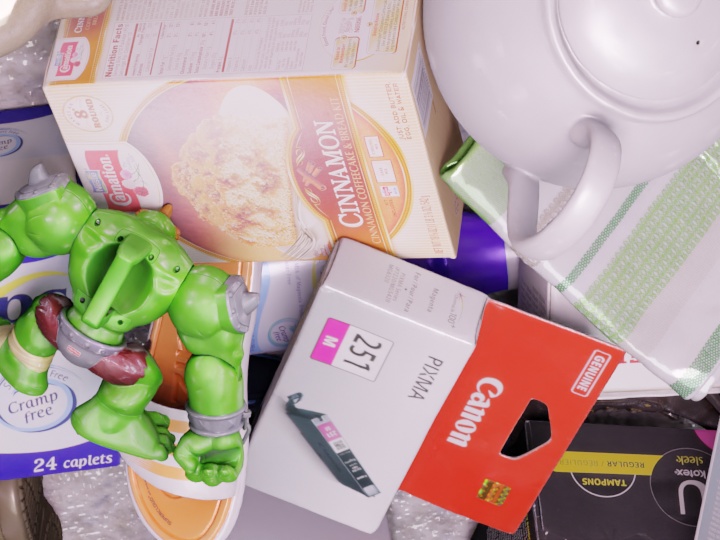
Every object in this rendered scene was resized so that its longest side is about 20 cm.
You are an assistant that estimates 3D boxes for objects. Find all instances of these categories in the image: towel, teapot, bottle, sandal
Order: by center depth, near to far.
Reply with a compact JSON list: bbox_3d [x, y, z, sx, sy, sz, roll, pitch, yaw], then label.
[{"bbox_3d":[0.132,-0.131,1.435,0.197,0.146,0.201,-22,98,-16],"label":"teapot"},{"bbox_3d":[0.157,-0.043,1.535,0.200,0.031,0.149,40,78,-19],"label":"towel"},{"bbox_3d":[-0.106,0.062,1.615,0.079,0.059,0.208,10,99,23],"label":"sandal"},{"bbox_3d":[0.000,0.000,1.675,0.199,0.065,0.084,-7,123,-3],"label":"bottle"}]

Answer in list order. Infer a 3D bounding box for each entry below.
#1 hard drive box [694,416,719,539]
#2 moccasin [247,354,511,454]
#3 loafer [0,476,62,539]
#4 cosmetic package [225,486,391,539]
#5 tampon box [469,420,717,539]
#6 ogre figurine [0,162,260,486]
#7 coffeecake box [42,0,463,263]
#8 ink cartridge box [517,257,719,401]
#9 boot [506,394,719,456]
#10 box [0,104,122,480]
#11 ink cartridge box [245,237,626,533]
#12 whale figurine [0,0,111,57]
[{"bbox_3d":[0.282,0.123,1.623,0.155,0.077,0.201,4,103,-35],"label":"hard drive box"},{"bbox_3d":[-0.008,0.102,1.720,0.199,0.068,0.081,3,121,10],"label":"moccasin"},{"bbox_3d":[-0.228,0.169,1.756,0.067,0.076,0.200,6,142,4],"label":"loafer"},{"bbox_3d":[-0.061,0.229,1.756,0.122,0.200,0.200,10,125,-16],"label":"cosmetic package"},{"bbox_3d":[0.157,0.197,1.772,0.149,0.127,0.200,3,147,-11],"label":"tampon box"},{"bbox_3d":[-0.136,0.026,1.519,0.200,0.098,0.120,39,116,18],"label":"ogre figurine"},{"bbox_3d":[-0.054,-0.078,1.534,0.199,0.073,0.154,-1,141,14],"label":"coffeecake box"},{"bbox_3d":[0.168,-0.035,1.621,0.146,0.083,0.201,-2,108,-12],"label":"ink cartridge box"},{"bbox_3d":[0.130,0.079,1.765,0.174,0.069,0.200,-38,119,26],"label":"boot"},{"bbox_3d":[-0.240,0.020,1.631,0.183,0.105,0.201,-7,127,-4],"label":"box"},{"bbox_3d":[0.035,0.084,1.607,0.173,0.044,0.200,22,139,-3],"label":"ink cartridge box"},{"bbox_3d":[-0.188,-0.199,1.490,0.200,0.104,0.159,-44,101,-3],"label":"whale figurine"}]
